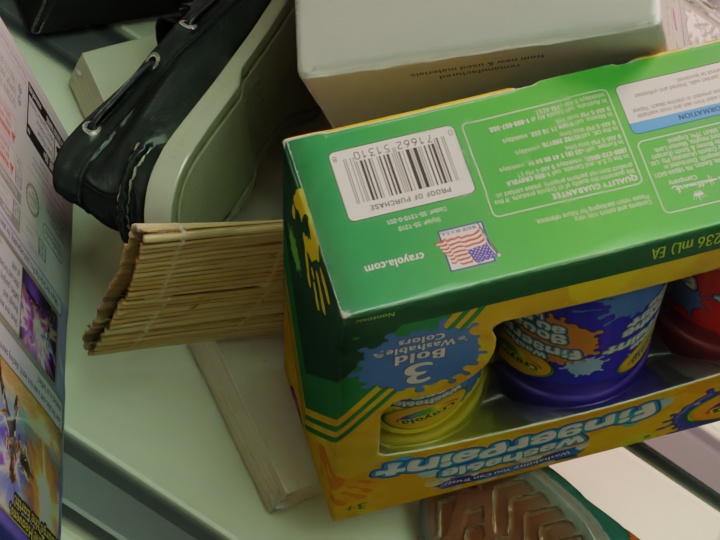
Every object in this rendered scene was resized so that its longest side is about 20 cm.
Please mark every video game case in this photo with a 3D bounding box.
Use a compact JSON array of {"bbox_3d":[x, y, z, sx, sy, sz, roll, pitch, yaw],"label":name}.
[{"bbox_3d":[-0.146,-0.009,0.725,0.045,0.200,0.182,-6,63,7],"label":"video game case"}]

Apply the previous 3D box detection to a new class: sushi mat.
[{"bbox_3d":[0.000,0.000,0.808,0.199,0.096,0.012,-5,63,-25],"label":"sushi mat"}]

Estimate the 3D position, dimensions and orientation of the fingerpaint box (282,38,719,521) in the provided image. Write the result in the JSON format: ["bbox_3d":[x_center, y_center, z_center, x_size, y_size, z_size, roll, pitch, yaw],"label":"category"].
[{"bbox_3d":[0.077,0.004,0.762,0.199,0.167,0.074,-13,63,-10],"label":"fingerpaint box"}]

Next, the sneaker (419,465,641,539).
[{"bbox_3d":[0.106,0.142,0.837,0.200,0.071,0.080,46,21,18],"label":"sneaker"}]

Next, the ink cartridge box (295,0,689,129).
[{"bbox_3d":[0.059,-0.097,0.821,0.125,0.200,0.129,-8,69,12],"label":"ink cartridge box"}]

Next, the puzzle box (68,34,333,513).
[{"bbox_3d":[-0.020,-0.013,0.879,0.133,0.025,0.201,-17,73,-30],"label":"puzzle box"}]

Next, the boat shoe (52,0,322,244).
[{"bbox_3d":[-0.055,-0.078,0.843,0.066,0.075,0.200,14,47,18],"label":"boat shoe"}]

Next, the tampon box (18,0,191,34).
[{"bbox_3d":[-0.086,-0.222,0.895,0.149,0.126,0.201,-13,71,-28],"label":"tampon box"}]
